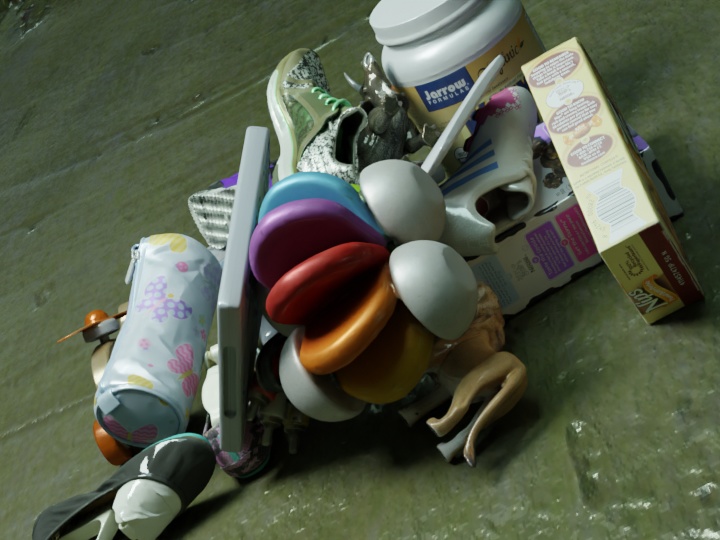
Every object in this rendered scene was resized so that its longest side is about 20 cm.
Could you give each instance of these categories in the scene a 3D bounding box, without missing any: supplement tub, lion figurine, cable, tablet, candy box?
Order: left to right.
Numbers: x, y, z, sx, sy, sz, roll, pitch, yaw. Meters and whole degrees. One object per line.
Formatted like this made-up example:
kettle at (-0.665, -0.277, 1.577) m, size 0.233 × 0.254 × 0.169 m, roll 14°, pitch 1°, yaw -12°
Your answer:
cable at (-0.055, 0.047, 1.701) m, size 0.050 × 0.097 × 0.202 m, roll -5°, pitch 60°, yaw 30°
tablet at (0.057, -0.086, 1.705) m, size 0.130 × 0.014 × 0.200 m, roll -57°, pitch 0°, yaw -38°
lion figurine at (0.088, 0.080, 1.582) m, size 0.122 × 0.073 × 0.200 m, roll -37°, pitch 30°, yaw -6°
supplement tub at (0.108, -0.180, 1.895) m, size 0.144 × 0.201 × 0.145 m, roll -27°, pitch 23°, yaw 13°
candy box at (0.156, -0.055, 1.748) m, size 0.199 × 0.072 × 0.168 m, roll -32°, pitch 24°, yaw 3°
candy box at (0.196, -0.071, 1.578) m, size 0.055 × 0.116 × 0.201 m, roll -26°, pitch 51°, yaw 11°

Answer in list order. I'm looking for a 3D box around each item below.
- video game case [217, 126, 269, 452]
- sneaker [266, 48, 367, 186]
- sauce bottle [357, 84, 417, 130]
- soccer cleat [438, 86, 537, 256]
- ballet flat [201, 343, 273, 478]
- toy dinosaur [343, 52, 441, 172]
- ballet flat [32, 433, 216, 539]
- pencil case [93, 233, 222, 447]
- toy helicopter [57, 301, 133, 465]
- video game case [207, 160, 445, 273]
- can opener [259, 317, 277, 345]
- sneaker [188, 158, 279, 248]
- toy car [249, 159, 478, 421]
video game case at (-0.095, 0.015, 1.666) m, size 0.022 × 0.183 × 0.201 m, roll 5°, pitch 48°, yaw 1°
sneaker at (-0.026, -0.124, 1.765) m, size 0.088 × 0.077 × 0.201 m, roll -30°, pitch 46°, yaw 28°
sauce bottle at (-0.013, -0.113, 2.090) m, size 0.066 × 0.066 × 0.200 m, roll -6°, pitch 34°, yaw 47°
soccer cleat at (0.120, -0.078, 1.684) m, size 0.086 × 0.070 × 0.201 m, roll 6°, pitch 45°, yaw 31°
ballet flat at (-0.111, 0.106, 1.773) m, size 0.069 × 0.071 × 0.200 m, roll -28°, pitch 23°, yaw 11°
toy dinosaur at (0.012, -0.098, 1.818) m, size 0.102 × 0.076 × 0.202 m, roll -23°, pitch 48°, yaw 68°
ballet flat at (-0.200, 0.208, 1.706) m, size 0.199 × 0.068 × 0.069 m, roll -32°, pitch 30°, yaw 29°
pencil case at (-0.179, 0.060, 1.800) m, size 0.083 × 0.091 × 0.201 m, roll -21°, pitch 40°, yaw 28°
toy helicopter at (-0.222, 0.078, 1.892) m, size 0.078 × 0.133 × 0.200 m, roll -27°, pitch 23°, yaw 12°
video game case at (-0.044, -0.046, 1.895) m, size 0.199 × 0.024 × 0.181 m, roll -35°, pitch 20°, yaw -29°
can opener at (-0.086, 0.023, 1.908) m, size 0.053 × 0.067 × 0.200 m, roll -32°, pitch 16°, yaw 1°
sneaker at (-0.078, -0.067, 1.847) m, size 0.099 × 0.070 × 0.200 m, roll -30°, pitch 19°, yaw -23°
toy car at (-0.019, 0.004, 1.564) m, size 0.175 × 0.149 × 0.201 m, roll -39°, pitch 46°, yaw 23°
